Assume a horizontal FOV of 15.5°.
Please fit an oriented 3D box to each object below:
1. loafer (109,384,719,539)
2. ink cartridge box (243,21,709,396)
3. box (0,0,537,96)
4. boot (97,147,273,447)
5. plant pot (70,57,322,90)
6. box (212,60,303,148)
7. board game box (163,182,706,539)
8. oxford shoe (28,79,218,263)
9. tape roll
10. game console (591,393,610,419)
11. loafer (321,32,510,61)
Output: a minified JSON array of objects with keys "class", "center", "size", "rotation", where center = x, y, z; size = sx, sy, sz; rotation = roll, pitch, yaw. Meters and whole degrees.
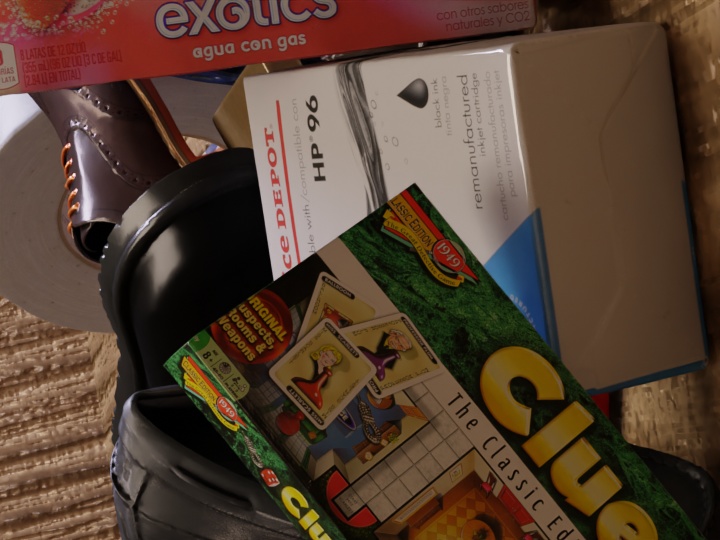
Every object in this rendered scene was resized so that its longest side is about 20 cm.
[{"class":"loafer","center":[0.018,0.070,0.851],"size":[0.071,0.200,0.068],"rotation":[90,-175,-45]},{"class":"ink cartridge box","center":[0.024,-0.019,0.919],"size":[0.200,0.068,0.117],"rotation":[-1,99,56]},{"class":"box","center":[-0.039,-0.123,0.947],"size":[0.103,0.199,0.095],"rotation":[-63,-34,-80]},{"class":"boot","center":[-0.027,0.064,1.046],"size":[0.158,0.079,0.211],"rotation":[49,155,28]},{"class":"plant pot","center":[-0.076,-0.183,1.173],"size":[0.200,0.179,0.201],"rotation":[151,110,-77]},{"class":"box","center":[0.000,0.000,1.180],"size":[0.200,0.021,0.163],"rotation":[60,168,1]},{"class":"board game box","center":[0.042,0.076,0.788],"size":[0.200,0.105,0.023],"rotation":[50,141,5]},{"class":"oxford shoe","center":[-0.120,-0.052,1.267],"size":[0.200,0.072,0.071],"rotation":[44,162,26]},{"class":"tape roll","center":[-0.117,-0.057,1.424],"size":[0.201,0.199,0.066],"rotation":[93,164,-48]},{"class":"game console","center":[0.028,0.051,1.060],"size":[0.200,0.031,0.177],"rotation":[33,142,43]},{"class":"loafer","center":[0.020,-0.094,1.042],"size":[0.073,0.071,0.201],"rotation":[-124,26,-63]}]
